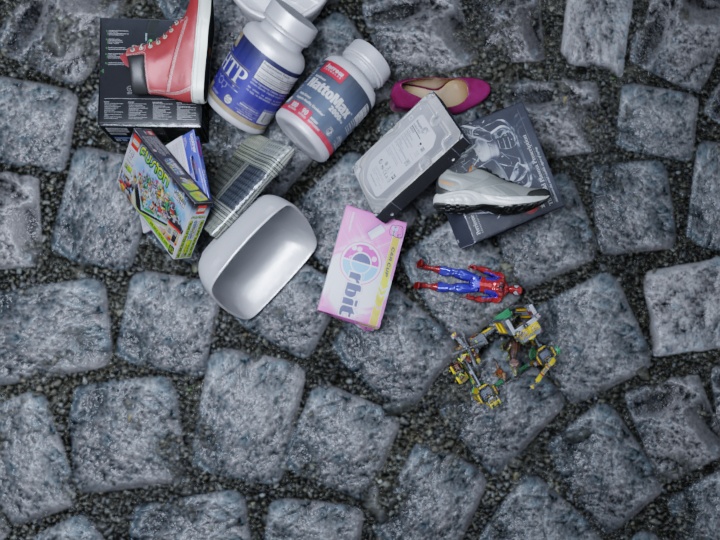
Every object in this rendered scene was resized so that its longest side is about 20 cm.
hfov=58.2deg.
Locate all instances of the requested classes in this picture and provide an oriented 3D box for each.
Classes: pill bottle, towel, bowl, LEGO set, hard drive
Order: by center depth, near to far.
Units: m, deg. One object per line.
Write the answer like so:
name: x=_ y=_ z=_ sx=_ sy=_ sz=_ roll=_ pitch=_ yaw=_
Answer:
bowl: x=-0.177 y=-0.029 z=1.074 sx=0.074 sy=0.200 sz=0.200 roll=39 pitch=82 yaw=20
towel: x=-0.203 y=-0.145 z=1.080 sx=0.193 sy=0.200 sz=0.035 roll=-49 pitch=122 yaw=-4
pill bottle: x=-0.163 y=-0.345 z=1.090 sx=0.119 sy=0.120 sz=0.201 roll=38 pitch=111 yaw=-2
hard drive: x=0.082 y=-0.194 z=1.105 sx=0.199 sy=0.038 sz=0.141 roll=-40 pitch=48 yaw=20
LEGO set: x=0.260 y=0.148 z=1.137 sx=0.198 sy=0.116 sz=0.156 roll=-23 pitch=88 yaw=-7
pill bottle: x=-0.044 y=-0.303 z=1.138 sx=0.119 sy=0.120 sz=0.201 roll=40 pitch=82 yaw=-2

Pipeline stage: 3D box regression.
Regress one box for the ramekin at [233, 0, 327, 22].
ramekin: x=-0.144 y=-0.522 z=1.156 sx=0.199 sy=0.094 sz=0.206 roll=1 pitch=85 yaw=-7

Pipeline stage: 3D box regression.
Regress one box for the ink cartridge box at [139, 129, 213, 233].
ink cartridge box: x=-0.307 y=-0.144 z=1.071 sx=0.042 sy=0.198 sz=0.121 roll=-10 pitch=85 yaw=-47

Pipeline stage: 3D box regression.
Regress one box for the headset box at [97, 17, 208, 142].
headset box: x=-0.353 y=-0.332 z=1.118 sx=0.171 sy=0.093 sz=0.203 roll=-1 pitch=85 yaw=-6

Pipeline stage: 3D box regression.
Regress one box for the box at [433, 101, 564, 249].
box: x=0.235 y=-0.167 z=1.166 sx=0.180 sy=0.104 sz=0.202 roll=-22 pitch=88 yaw=-6

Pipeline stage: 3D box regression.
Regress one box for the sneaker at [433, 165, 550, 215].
sneaker: x=0.220 y=-0.136 z=1.075 sx=0.197 sy=0.074 sz=0.081 roll=3 pitch=81 yaw=-5

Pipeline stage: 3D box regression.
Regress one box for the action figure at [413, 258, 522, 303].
action figure: x=0.200 y=0.023 z=1.178 sx=0.197 sy=0.052 sz=0.066 roll=9 pitch=81 yaw=-8

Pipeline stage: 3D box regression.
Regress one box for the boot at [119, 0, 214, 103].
boot: x=-0.312 y=-0.380 z=1.046 sx=0.142 sy=0.072 sz=0.203 roll=7 pitch=87 yaw=-5

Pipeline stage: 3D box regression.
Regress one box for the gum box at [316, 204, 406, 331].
gum box: x=0.000 y=0.000 z=1.144 sx=0.112 sy=0.066 sz=0.203 roll=16 pitch=84 yaw=-4

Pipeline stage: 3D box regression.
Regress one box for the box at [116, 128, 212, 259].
box: x=-0.318 y=-0.125 z=1.035 sx=0.200 sy=0.034 sz=0.111 roll=46 pitch=122 yaw=27

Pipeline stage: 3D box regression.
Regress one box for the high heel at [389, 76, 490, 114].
high heel: x=0.151 y=-0.324 z=1.172 sx=0.197 sy=0.096 sz=0.068 roll=-14 pitch=87 yaw=-7
